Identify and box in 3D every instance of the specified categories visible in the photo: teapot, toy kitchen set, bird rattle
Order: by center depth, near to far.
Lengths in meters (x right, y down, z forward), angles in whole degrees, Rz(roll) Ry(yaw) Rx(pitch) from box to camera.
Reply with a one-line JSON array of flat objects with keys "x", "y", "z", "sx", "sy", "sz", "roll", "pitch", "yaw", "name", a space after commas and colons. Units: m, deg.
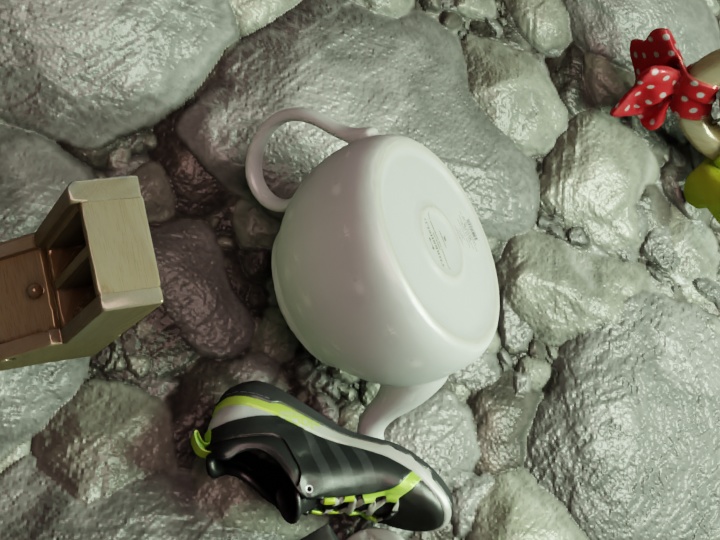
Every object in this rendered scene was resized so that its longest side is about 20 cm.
[{"x": -0.258, "y": -0.024, "z": 0.657, "sx": 0.200, "sy": 0.180, "sz": 0.163, "roll": -9, "pitch": 80, "yaw": -30, "name": "toy kitchen set"}, {"x": 0.000, "y": 0.000, "z": 0.795, "sx": 0.197, "sy": 0.146, "sz": 0.200, "roll": 41, "pitch": 39, "yaw": -38, "name": "teapot"}, {"x": 0.342, "y": -0.151, "z": 0.981, "sx": 0.200, "sy": 0.163, "sz": 0.113, "roll": 55, "pitch": 44, "yaw": -14, "name": "bird rattle"}]

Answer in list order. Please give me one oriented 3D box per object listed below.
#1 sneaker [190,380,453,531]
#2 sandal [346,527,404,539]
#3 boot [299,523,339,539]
[{"x": -0.030, "y": 0.158, "z": 0.769, "sx": 0.200, "sy": 0.072, "sz": 0.083, "roll": 26, "pitch": 43, "yaw": -6, "name": "sneaker"}, {"x": -0.008, "y": 0.287, "z": 0.764, "sx": 0.203, "sy": 0.082, "sz": 0.050, "roll": -62, "pitch": 147, "yaw": -24, "name": "sandal"}, {"x": -0.065, "y": 0.290, "z": 0.712, "sx": 0.200, "sy": 0.066, "sz": 0.165, "roll": -27, "pitch": 84, "yaw": -19, "name": "boot"}]
